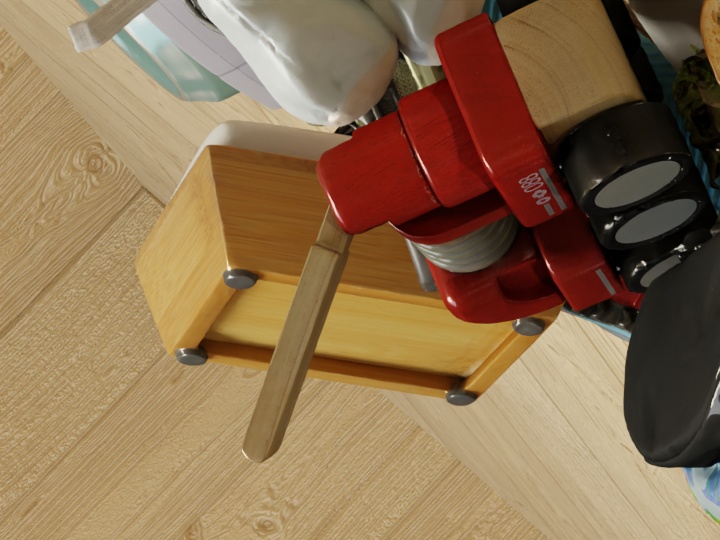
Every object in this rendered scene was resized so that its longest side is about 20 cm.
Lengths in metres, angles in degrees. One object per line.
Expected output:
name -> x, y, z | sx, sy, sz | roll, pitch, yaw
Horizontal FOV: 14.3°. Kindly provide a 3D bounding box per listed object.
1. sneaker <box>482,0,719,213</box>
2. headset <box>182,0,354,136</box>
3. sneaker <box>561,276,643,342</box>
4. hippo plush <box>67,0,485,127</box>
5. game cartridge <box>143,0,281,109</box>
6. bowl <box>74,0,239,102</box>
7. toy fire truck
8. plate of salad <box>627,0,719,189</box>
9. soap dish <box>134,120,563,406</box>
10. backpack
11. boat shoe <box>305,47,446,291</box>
sneaker -> 0.100, -0.076, 1.260 | 0.200, 0.076, 0.081 | 51, -179, 4
headset -> -0.047, -0.141, 1.451 | 0.123, 0.094, 0.201 | -2, -122, -54
sneaker -> 0.159, 0.022, 1.481 | 0.200, 0.079, 0.096 | 41, 175, 35
hippo plush -> -0.042, -0.152, 1.178 | 0.161, 0.199, 0.160 | -130, 19, -64
game cartridge -> -0.085, -0.184, 1.493 | 0.040, 0.134, 0.200 | -20, 126, 41
bowl -> -0.114, -0.182, 1.806 | 0.201, 0.105, 0.201 | 43, 175, 5
toy fire truck -> 0.036, -0.012, 1.130 | 0.176, 0.199, 0.129 | 47, -160, -70
plate of salad -> 0.161, -0.052, 1.088 | 0.200, 0.048, 0.200 | 43, 174, 6
soap dish -> 0.000, 0.000, 1.415 | 0.199, 0.082, 0.157 | 10, 157, -15
backpack -> 0.210, 0.066, 1.081 | 0.199, 0.155, 0.163 | 9, 169, -9
boat shoe -> 0.003, -0.083, 1.261 | 0.201, 0.065, 0.073 | 58, 177, 2
